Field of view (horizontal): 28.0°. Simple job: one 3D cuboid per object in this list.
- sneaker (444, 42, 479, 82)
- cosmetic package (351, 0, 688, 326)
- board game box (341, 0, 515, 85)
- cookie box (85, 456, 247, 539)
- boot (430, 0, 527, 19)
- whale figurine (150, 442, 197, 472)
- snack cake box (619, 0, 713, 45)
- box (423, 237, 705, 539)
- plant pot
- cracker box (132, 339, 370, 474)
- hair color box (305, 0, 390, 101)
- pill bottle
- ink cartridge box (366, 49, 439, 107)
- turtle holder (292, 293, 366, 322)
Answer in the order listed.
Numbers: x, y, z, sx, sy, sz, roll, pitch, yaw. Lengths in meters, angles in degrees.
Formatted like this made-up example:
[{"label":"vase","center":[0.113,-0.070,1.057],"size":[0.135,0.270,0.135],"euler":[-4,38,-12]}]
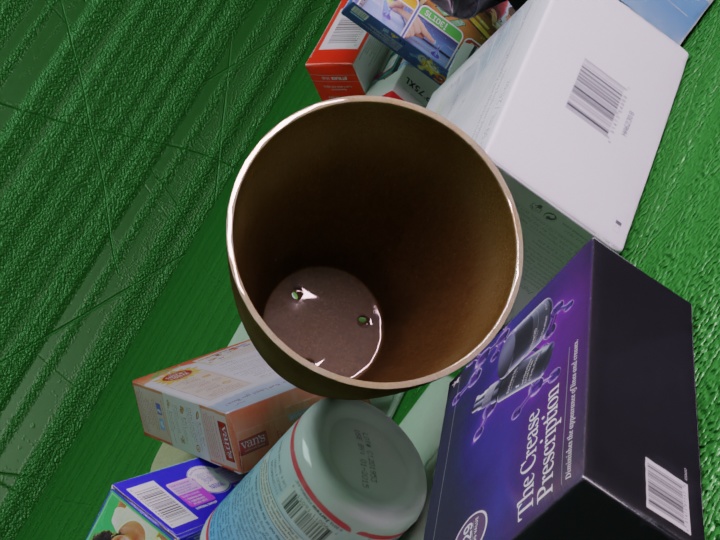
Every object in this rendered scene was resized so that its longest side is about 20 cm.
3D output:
[{"label":"sneaker","center":[0.099,-0.110,1.334],"size":[0.079,0.079,0.201],"euler":[-63,-7,-47]},{"label":"cosmetic package","center":[0.115,-0.080,1.069],"size":[0.200,0.122,0.200],"euler":[-42,19,53]},{"label":"board game box","center":[0.097,-0.242,1.364],"size":[0.136,0.199,0.034],"euler":[-60,13,-20]},{"label":"cookie box","center":[-0.175,0.262,1.197],"size":[0.201,0.075,0.171],"euler":[-62,-21,15]},{"label":"boot","center":[0.122,-0.226,1.160],"size":[0.066,0.165,0.200],"euler":[-43,-7,24]},{"label":"whale figurine","center":[-0.102,0.184,1.354],"size":[0.199,0.104,0.160],"euler":[-17,32,33]},{"label":"snack cake box","center":[0.176,-0.264,1.109],"size":[0.067,0.199,0.115],"euler":[-52,13,8]},{"label":"box","center":[0.104,0.099,0.759],"size":[0.141,0.078,0.201],"euler":[-52,13,32]},{"label":"plant pot","center":[-0.010,0.011,0.963],"size":[0.187,0.185,0.200],"euler":[-61,2,-22]},{"label":"cracker box","center":[-0.097,0.113,1.255],"size":[0.133,0.058,0.199],"euler":[-18,12,-29]},{"label":"hair color box","center":[0.020,-0.183,1.543],"size":[0.063,0.201,0.111],"euler":[4,51,30]},{"label":"pill bottle","center":[-0.048,0.189,1.041],"size":[0.200,0.108,0.109],"euler":[-48,15,33]},{"label":"ink cartridge box","center":[0.068,-0.162,1.458],"size":[0.067,0.116,0.201],"euler":[-24,34,52]},{"label":"turtle holder","center":[-0.010,-0.003,1.312],"size":[0.132,0.140,0.186],"euler":[-47,17,44]}]
